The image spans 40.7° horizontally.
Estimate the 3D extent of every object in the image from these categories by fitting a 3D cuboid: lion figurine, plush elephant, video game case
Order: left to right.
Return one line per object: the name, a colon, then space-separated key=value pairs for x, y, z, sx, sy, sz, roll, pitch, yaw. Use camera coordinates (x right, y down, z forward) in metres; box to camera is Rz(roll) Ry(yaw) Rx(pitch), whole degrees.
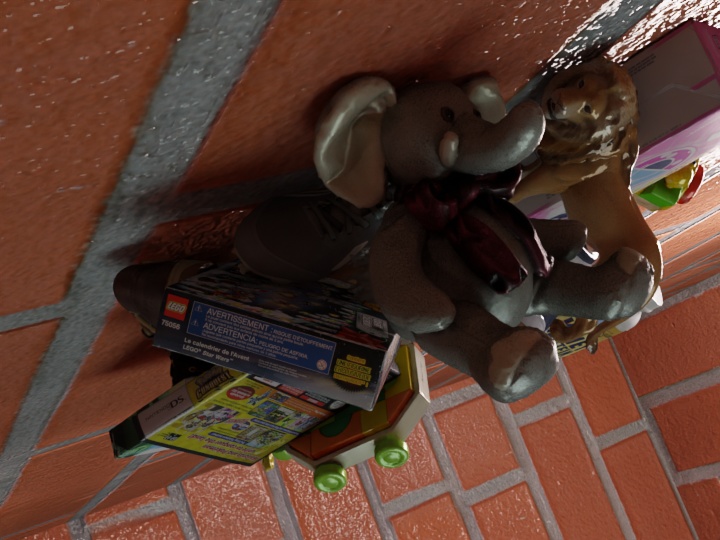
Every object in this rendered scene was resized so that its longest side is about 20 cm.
video game case: x=-0.074 y=0.110 z=0.857 sx=0.180 sy=0.026 sz=0.200 roll=-32 pitch=155 yaw=9
plush elephant: x=0.060 y=-0.042 z=0.567 sx=0.164 sy=0.157 sz=0.199 roll=-22 pitch=-155 yaw=-40
lion figurine: x=0.167 y=-0.041 z=0.680 sx=0.122 sy=0.201 sz=0.072 roll=-21 pitch=-168 yaw=40

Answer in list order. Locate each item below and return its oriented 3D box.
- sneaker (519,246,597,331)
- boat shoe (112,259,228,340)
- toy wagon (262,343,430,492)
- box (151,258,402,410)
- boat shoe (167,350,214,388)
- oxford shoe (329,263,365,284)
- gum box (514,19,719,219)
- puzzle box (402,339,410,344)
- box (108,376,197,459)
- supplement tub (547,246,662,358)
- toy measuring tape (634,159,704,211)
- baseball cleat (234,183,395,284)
sneaker: x=0.153 y=0.019 z=0.867 sx=0.109 sy=0.070 sz=0.200 roll=-57 pitch=171 yaw=-9
boat shoe: x=-0.137 y=0.024 z=0.743 sx=0.071 sy=0.073 sz=0.200 roll=8 pitch=176 yaw=5
toy wagon: x=-0.024 y=0.144 z=0.968 sx=0.199 sy=0.156 sz=0.040 roll=-26 pitch=127 yaw=17
box: x=-0.041 y=0.033 z=0.651 sx=0.135 sy=0.040 sz=0.200 roll=16 pitch=-172 yaw=5
boat shoe: x=-0.149 y=0.079 z=0.941 sx=0.073 sy=0.064 sz=0.202 roll=-13 pitch=164 yaw=-18
oxford shoe: x=0.000 y=0.000 z=0.838 sx=0.198 sy=0.072 sz=0.071 roll=-20 pitch=167 yaw=-15
gum box: x=0.205 y=-0.103 z=0.748 sx=0.199 sy=0.067 sz=0.113 roll=-31 pitch=163 yaw=38
puzzle box: x=-0.009 y=0.057 z=0.991 sx=0.198 sy=0.026 sz=0.133 roll=-12 pitch=-171 yaw=31
box: x=-0.148 y=0.139 z=0.965 sx=0.143 sy=0.037 sz=0.200 roll=-6 pitch=161 yaw=-36
supplement tub: x=0.281 y=0.030 z=1.286 sx=0.199 sy=0.146 sz=0.144 roll=-27 pitch=167 yaw=24
toy measuring tape: x=0.291 y=-0.097 z=0.967 sx=0.073 sy=0.074 sz=0.200 roll=-22 pitch=-179 yaw=0
baseball cleat: x=0.005 y=-0.050 z=0.674 sx=0.199 sy=0.070 sz=0.107 roll=-17 pitch=155 yaw=-44
